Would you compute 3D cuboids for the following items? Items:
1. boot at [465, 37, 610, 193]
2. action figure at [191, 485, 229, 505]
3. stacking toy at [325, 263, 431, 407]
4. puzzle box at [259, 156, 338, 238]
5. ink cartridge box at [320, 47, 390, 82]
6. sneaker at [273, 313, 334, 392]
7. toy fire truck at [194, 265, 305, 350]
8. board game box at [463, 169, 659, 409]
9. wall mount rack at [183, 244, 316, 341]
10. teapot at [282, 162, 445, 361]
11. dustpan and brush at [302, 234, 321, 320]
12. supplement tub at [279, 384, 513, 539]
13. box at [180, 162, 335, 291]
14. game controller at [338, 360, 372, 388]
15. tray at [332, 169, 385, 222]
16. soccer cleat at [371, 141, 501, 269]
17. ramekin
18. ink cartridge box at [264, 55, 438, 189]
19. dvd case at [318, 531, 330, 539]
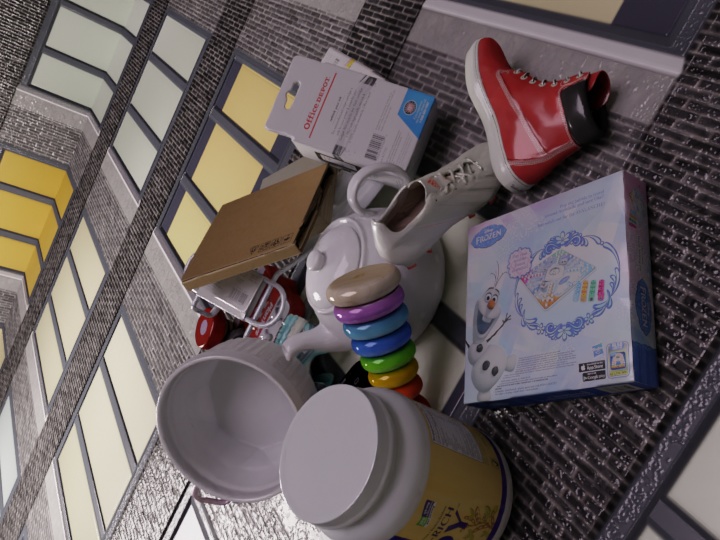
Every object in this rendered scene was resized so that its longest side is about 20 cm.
[{"bbox_3d":[0.196,-0.203,0.811,0.144,0.072,0.201,-36,56,39],"label":"boot"},{"bbox_3d":[-0.209,0.247,1.099,0.200,0.134,0.150,-38,47,42],"label":"action figure"},{"bbox_3d":[0.029,0.098,0.824,0.085,0.085,0.201,3,115,54],"label":"stacking toy"},{"bbox_3d":[-0.095,-0.096,1.041,0.133,0.025,0.200,-25,33,22],"label":"puzzle box"},{"bbox_3d":[-0.014,-0.250,1.114,0.117,0.067,0.200,-57,36,11],"label":"ink cartridge box"},{"bbox_3d":[-0.086,0.163,1.020,0.078,0.086,0.201,-51,-23,-62],"label":"sneaker"},{"bbox_3d":[-0.160,0.095,1.119,0.201,0.112,0.168,-61,35,17],"label":"toy fire truck"},{"bbox_3d":[0.188,0.027,0.733,0.200,0.043,0.200,-20,59,49],"label":"board game box"},{"bbox_3d":[-0.147,0.006,1.036,0.200,0.075,0.174,25,85,34],"label":"wall mount rack"},{"bbox_3d":[0.000,0.000,0.916,0.197,0.146,0.201,-32,49,42],"label":"teapot"},{"bbox_3d":[-0.053,-0.018,1.090,0.201,0.057,0.140,-60,31,4],"label":"dustpan and brush"},{"bbox_3d":[0.037,0.197,0.709,0.145,0.200,0.146,-26,50,35],"label":"supplement tub"},{"bbox_3d":[-0.136,-0.059,0.986,0.199,0.021,0.164,-17,37,32],"label":"box"},{"bbox_3d":[-0.035,0.209,0.957,0.200,0.042,0.104,-53,38,23],"label":"game controller"},{"bbox_3d":[0.001,-0.134,1.032,0.200,0.022,0.107,-51,34,-2],"label":"tray"},{"bbox_3d":[0.093,-0.086,0.830,0.200,0.078,0.069,-44,45,-15],"label":"soccer cleat"},{"bbox_3d":[-0.147,0.182,0.948,0.200,0.200,0.105,-55,-3,22],"label":"ramekin"},{"bbox_3d":[-0.011,-0.195,0.978,0.199,0.068,0.116,21,83,13],"label":"ink cartridge box"},{"bbox_3d":[0.027,0.300,0.852,0.200,0.016,0.149,-57,38,21],"label":"dvd case"}]
